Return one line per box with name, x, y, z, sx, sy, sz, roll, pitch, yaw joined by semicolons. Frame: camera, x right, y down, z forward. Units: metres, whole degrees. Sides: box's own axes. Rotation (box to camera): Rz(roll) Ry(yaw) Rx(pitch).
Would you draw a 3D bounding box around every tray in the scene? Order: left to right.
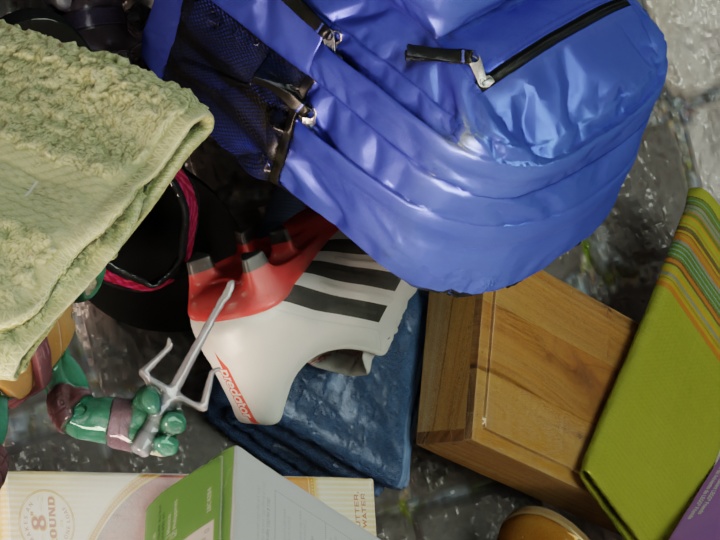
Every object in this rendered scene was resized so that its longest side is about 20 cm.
tray;0.101;0.062;1.448;0.200;0.037;0.099;27;63;-50

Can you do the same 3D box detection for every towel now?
towel;-0.168;-0.042;1.132;0.149;0.199;0.037;-54;147;-27
towel;-0.003;0.003;1.397;0.112;0.048;0.201;34;60;-29
towel;0.161;0.055;1.491;0.086;0.018;0.200;52;46;-29

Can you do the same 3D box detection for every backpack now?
backpack;0.027;-0.097;1.252;0.162;0.168;0.200;-33;68;-34

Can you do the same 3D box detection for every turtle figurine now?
turtle figurine;-0.136;0.027;1.190;0.150;0.101;0.200;53;43;-18

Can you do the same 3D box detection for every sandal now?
sandal;-0.107;-0.031;1.275;0.075;0.045;0.200;-38;133;-2

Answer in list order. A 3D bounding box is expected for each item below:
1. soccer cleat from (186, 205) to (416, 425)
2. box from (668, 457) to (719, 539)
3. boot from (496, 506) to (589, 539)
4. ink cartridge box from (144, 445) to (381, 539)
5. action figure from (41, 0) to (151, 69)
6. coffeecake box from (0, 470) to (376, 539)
soccer cleat;0.000;0.000;1.334;0.200;0.068;0.085;-32;115;-42
box;0.183;0.188;1.461;0.200;0.039;0.137;-47;132;-52
boot;0.080;0.229;1.396;0.144;0.071;0.202;-31;107;-47
ink cartridge box;-0.001;0.171;1.232;0.200;0.059;0.104;35;35;-29
action figure;-0.125;-0.126;1.316;0.130;0.069;0.201;-9;90;-48
coffeecake box;-0.088;0.167;1.272;0.199;0.073;0.154;4;78;-39
